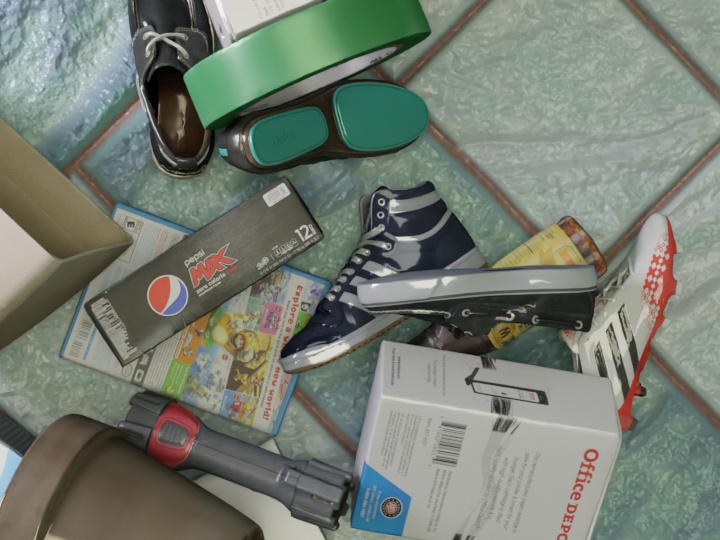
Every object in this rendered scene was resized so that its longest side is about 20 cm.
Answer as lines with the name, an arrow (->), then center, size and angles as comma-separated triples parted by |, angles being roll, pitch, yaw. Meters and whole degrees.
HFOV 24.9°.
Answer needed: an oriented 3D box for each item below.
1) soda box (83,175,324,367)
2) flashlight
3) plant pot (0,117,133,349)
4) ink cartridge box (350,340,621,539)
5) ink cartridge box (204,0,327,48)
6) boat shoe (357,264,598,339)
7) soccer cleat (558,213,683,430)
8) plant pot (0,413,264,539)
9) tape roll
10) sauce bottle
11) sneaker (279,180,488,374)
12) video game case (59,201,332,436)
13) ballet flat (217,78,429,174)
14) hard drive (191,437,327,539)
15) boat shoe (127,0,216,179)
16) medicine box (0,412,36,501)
soda box -> -0.129, 0.000, 1.359 | 0.200, 0.071, 0.063 | -32, 93, -2
flashlight -> -0.104, 0.162, 1.362 | 0.199, 0.068, 0.068 | 19, 121, 10
plant pot -> -0.336, -0.018, 1.309 | 0.200, 0.200, 0.177 | 43, 100, 3
ink cartridge box -> 0.102, 0.153, 1.357 | 0.199, 0.084, 0.146 | 10, 122, -4
ink cartridge box -> -0.032, -0.252, 1.336 | 0.199, 0.146, 0.085 | -24, 90, -6
boat shoe -> 0.097, 0.028, 1.327 | 0.199, 0.069, 0.057 | -3, 94, -6
soccer cleat -> 0.217, 0.044, 1.399 | 0.085, 0.069, 0.201 | 15, 95, -7
plant pot -> -0.176, 0.232, 1.272 | 0.173, 0.200, 0.201 | 16, 90, 14
tape roll -> -0.043, -0.173, 1.315 | 0.200, 0.200, 0.048 | -24, 92, -2
sauce bottle -> 0.116, 0.033, 1.395 | 0.200, 0.066, 0.066 | -37, 92, 0
sneaker -> 0.000, 0.000, 1.379 | 0.200, 0.070, 0.109 | -30, 96, -13
video game case -> -0.141, 0.042, 1.404 | 0.199, 0.018, 0.144 | 21, 89, -3
ballet flat -> -0.036, -0.122, 1.370 | 0.200, 0.068, 0.068 | -12, 95, -37
hard drive -> -0.133, 0.249, 1.403 | 0.200, 0.027, 0.132 | -28, 92, -1
boat shoe -> -0.157, -0.180, 1.376 | 0.072, 0.068, 0.201 | -7, 87, -3
medicine box -> -0.386, 0.176, 1.352 | 0.200, 0.103, 0.182 | 36, 89, -4
